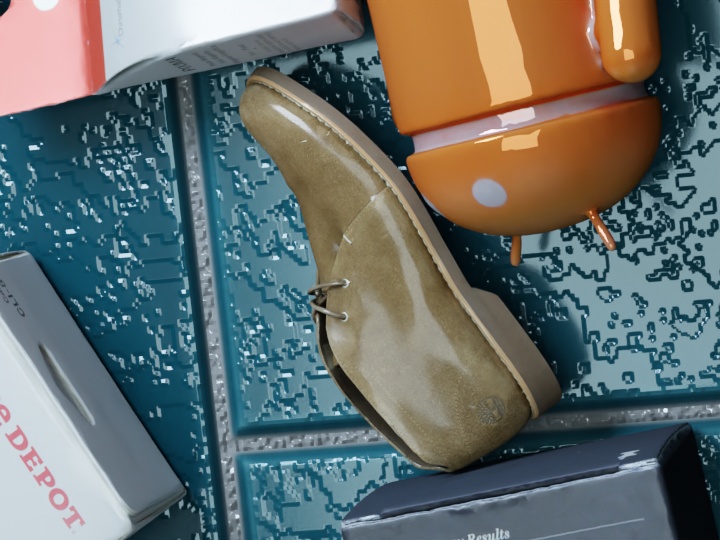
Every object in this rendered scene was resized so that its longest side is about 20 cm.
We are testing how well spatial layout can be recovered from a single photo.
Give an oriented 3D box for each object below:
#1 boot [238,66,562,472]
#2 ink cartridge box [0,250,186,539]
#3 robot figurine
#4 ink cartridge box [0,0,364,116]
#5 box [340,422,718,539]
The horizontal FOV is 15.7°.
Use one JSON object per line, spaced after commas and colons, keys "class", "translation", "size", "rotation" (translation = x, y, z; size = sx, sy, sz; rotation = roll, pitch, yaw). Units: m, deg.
{"class": "boot", "translation": [0.000, 0.000, 1.156], "size": [0.075, 0.074, 0.200], "rotation": [-37, 87, -9]}
{"class": "ink cartridge box", "translation": [-0.204, 0.106, 1.225], "size": [0.200, 0.083, 0.146], "rotation": [-35, 87, 16]}
{"class": "robot figurine", "translation": [0.064, -0.103, 1.113], "size": [0.143, 0.117, 0.201], "rotation": [-13, 93, 17]}
{"class": "ink cartridge box", "translation": [-0.103, -0.164, 1.164], "size": [0.199, 0.057, 0.164], "rotation": [-10, 75, 12]}
{"class": "box", "translation": [0.092, 0.181, 1.143], "size": [0.147, 0.104, 0.201], "rotation": [-11, 93, 16]}
